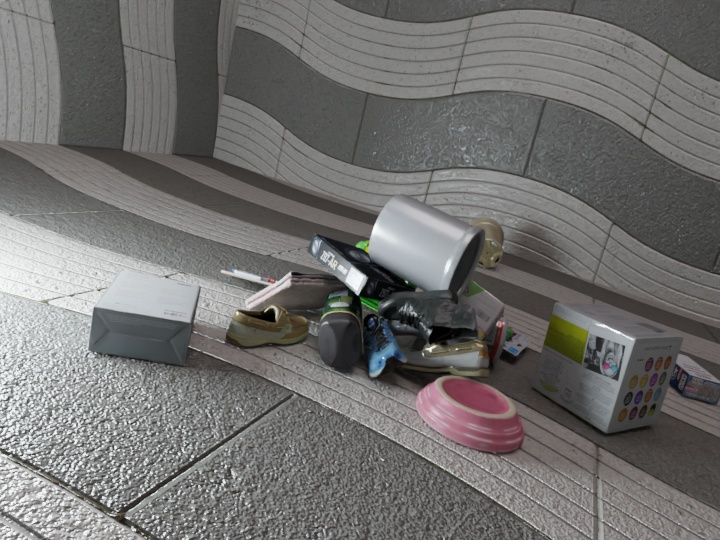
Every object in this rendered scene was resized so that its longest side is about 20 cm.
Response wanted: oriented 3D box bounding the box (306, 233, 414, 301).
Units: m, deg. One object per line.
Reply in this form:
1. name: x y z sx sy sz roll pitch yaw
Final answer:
1. box: 0.000 0.000 1.243 0.158 0.044 0.199 16 17 -45

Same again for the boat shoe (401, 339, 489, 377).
1. boat shoe: 0.156 0.167 1.145 0.194 0.071 0.074 0 -11 25

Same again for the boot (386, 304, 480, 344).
1. boot: 0.148 0.135 1.201 0.195 0.098 0.073 -10 16 28

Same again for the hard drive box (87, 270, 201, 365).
1. hard drive box: -0.365 0.077 1.018 0.151 0.079 0.200 12 14 -13

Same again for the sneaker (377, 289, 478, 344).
1. sneaker: 0.124 0.093 1.123 0.194 0.061 0.106 -8 45 15

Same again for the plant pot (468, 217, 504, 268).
1. plant pot: 0.550 -0.108 2.596 0.195 0.205 0.185 14 25 -2

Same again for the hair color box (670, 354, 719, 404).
1. hair color box: 0.886 0.285 1.602 0.097 0.062 0.200 15 13 1

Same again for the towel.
1. towel: -0.124 0.049 1.282 0.196 0.033 0.189 4 -22 -40

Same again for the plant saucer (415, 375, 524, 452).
1. plant saucer: 0.196 0.242 1.031 0.195 0.052 0.201 14 13 -3

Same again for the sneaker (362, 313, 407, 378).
1. sneaker: 0.032 0.139 1.135 0.077 0.092 0.200 -23 13 -5

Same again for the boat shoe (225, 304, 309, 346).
1. boat shoe: -0.171 0.103 1.148 0.073 0.068 0.197 24 16 34

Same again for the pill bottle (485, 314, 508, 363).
1. pill bottle: 0.235 0.133 1.370 0.194 0.119 0.116 16 13 6

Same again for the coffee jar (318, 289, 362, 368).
1. coffee jar: -0.037 0.114 1.168 0.082 0.108 0.200 -1 14 1

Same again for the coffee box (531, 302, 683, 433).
1. coffee box: 0.517 0.197 1.242 0.195 0.204 0.199 4 15 -35

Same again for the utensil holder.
1. utensil holder: 0.138 -0.049 1.232 0.197 0.174 0.169 29 18 23

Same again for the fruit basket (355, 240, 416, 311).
1. fruit basket: 0.036 0.015 1.533 0.211 0.159 0.216 24 1 -1

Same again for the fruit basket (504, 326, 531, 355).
1. fruit basket: 0.338 0.141 1.509 0.196 0.096 0.184 25 16 25

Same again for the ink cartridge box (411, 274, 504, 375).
1. ink cartridge box: 0.210 0.129 1.271 0.116 0.201 0.068 36 -13 20

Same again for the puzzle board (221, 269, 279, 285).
1. puzzle board: -0.228 0.026 1.423 0.194 0.018 0.151 14 -3 -1
